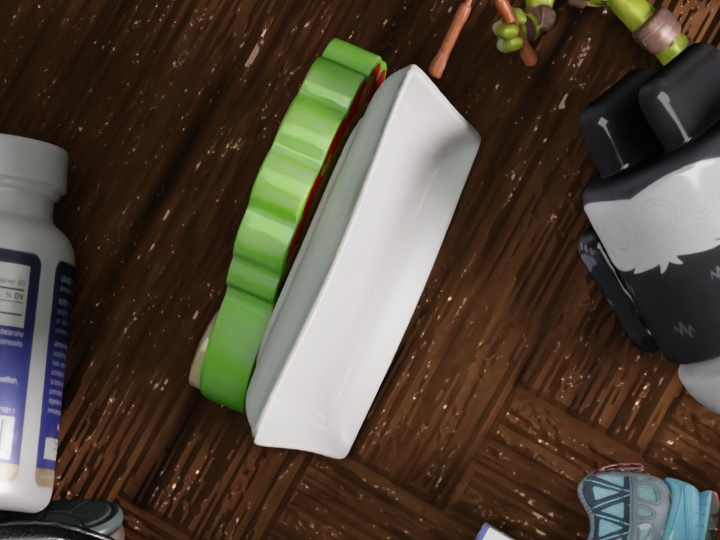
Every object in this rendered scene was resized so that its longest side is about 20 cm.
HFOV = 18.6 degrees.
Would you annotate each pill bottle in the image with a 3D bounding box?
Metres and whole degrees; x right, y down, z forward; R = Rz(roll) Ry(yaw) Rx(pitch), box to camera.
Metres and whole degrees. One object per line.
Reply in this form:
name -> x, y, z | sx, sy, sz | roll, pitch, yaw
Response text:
pill bottle -> -0.217, 0.028, 1.205 | 0.115, 0.116, 0.201 | 5, 82, 4

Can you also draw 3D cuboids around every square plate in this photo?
square plate -> 0.000, 0.000, 1.156 | 0.028, 0.198, 0.200 | 23, 88, 14

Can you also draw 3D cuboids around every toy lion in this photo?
toy lion -> -0.036, -0.020, 1.160 | 0.068, 0.192, 0.201 | 23, 89, 6

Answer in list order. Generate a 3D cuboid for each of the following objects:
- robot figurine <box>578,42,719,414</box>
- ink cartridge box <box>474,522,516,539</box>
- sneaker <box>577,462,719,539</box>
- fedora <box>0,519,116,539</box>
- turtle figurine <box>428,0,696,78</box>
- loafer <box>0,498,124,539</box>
robot figurine -> 0.197, -0.018, 1.172 | 0.125, 0.150, 0.200 | -31, 98, -8
ink cartridge box -> 0.133, 0.227, 1.214 | 0.200, 0.037, 0.095 | 29, 89, 2
sneaker -> 0.118, 0.199, 1.172 | 0.095, 0.079, 0.200 | 21, 79, 14
fedora -> -0.196, 0.217, 1.157 | 0.200, 0.201, 0.092 | -20, 48, 2
turtle figurine -> 0.135, -0.161, 1.222 | 0.161, 0.064, 0.200 | 31, 80, -3
loafer -> -0.222, 0.175, 1.231 | 0.199, 0.072, 0.063 | -11, 104, 9
